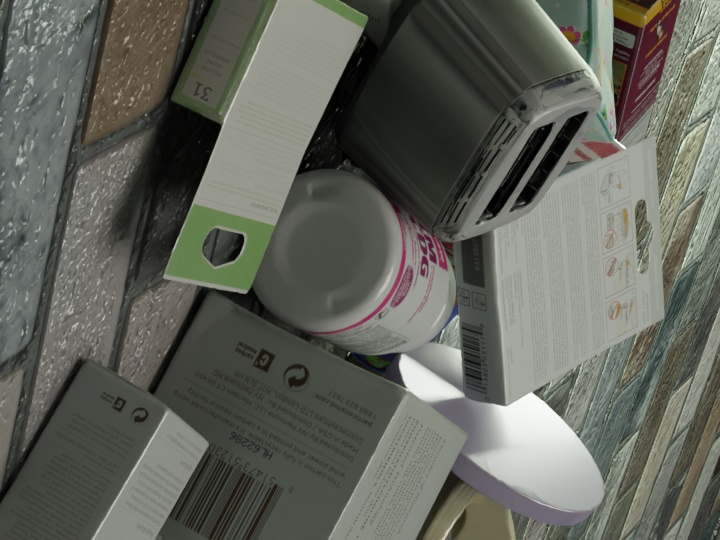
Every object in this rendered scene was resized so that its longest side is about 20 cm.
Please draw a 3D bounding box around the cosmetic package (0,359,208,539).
[{"bbox_3d":[-0.184,0.168,1.458,0.201,0.074,0.102,-58,160,-9],"label":"cosmetic package"}]

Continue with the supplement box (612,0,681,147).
[{"bbox_3d":[0.192,-0.173,1.931,0.086,0.110,0.201,-45,154,-42],"label":"supplement box"}]

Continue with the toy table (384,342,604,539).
[{"bbox_3d":[0.076,0.156,1.790,0.117,0.200,0.184,-46,-172,32],"label":"toy table"}]

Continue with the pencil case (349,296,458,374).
[{"bbox_3d":[0.056,-0.007,1.845,0.200,0.078,0.087,-50,126,-33],"label":"pencil case"}]

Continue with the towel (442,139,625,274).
[{"bbox_3d":[0.127,-0.061,1.844,0.030,0.146,0.201,-34,-155,56],"label":"towel"}]

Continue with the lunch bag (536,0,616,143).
[{"bbox_3d":[0.152,-0.195,1.749,0.160,0.077,0.201,50,40,-73],"label":"lunch bag"}]

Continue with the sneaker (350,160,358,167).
[{"bbox_3d":[0.076,-0.105,1.736,0.200,0.074,0.080,1,106,-52],"label":"sneaker"}]

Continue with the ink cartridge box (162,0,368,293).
[{"bbox_3d":[-0.074,-0.090,1.446,0.201,0.048,0.145,-65,161,4],"label":"ink cartridge box"}]

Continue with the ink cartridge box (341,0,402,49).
[{"bbox_3d":[0.044,-0.230,1.593,0.161,0.050,0.200,-57,169,-19],"label":"ink cartridge box"}]

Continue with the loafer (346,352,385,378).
[{"bbox_3d":[0.010,0.130,1.915,0.067,0.076,0.201,-48,146,-34],"label":"loafer"}]

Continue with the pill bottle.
[{"bbox_3d":[0.000,0.000,1.654,0.114,0.113,0.200,-63,161,-1],"label":"pill bottle"}]

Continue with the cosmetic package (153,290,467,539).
[{"bbox_3d":[-0.049,0.138,1.621,0.167,0.167,0.200,-62,162,-4],"label":"cosmetic package"}]

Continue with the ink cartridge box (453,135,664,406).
[{"bbox_3d":[0.154,-0.004,1.771,0.200,0.057,0.164,-28,121,-44],"label":"ink cartridge box"}]

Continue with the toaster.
[{"bbox_3d":[0.078,-0.115,1.560,0.113,0.129,0.200,-20,152,-43],"label":"toaster"}]

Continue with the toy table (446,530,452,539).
[{"bbox_3d":[0.000,0.269,1.898,0.199,0.184,0.117,-14,141,-6],"label":"toy table"}]
